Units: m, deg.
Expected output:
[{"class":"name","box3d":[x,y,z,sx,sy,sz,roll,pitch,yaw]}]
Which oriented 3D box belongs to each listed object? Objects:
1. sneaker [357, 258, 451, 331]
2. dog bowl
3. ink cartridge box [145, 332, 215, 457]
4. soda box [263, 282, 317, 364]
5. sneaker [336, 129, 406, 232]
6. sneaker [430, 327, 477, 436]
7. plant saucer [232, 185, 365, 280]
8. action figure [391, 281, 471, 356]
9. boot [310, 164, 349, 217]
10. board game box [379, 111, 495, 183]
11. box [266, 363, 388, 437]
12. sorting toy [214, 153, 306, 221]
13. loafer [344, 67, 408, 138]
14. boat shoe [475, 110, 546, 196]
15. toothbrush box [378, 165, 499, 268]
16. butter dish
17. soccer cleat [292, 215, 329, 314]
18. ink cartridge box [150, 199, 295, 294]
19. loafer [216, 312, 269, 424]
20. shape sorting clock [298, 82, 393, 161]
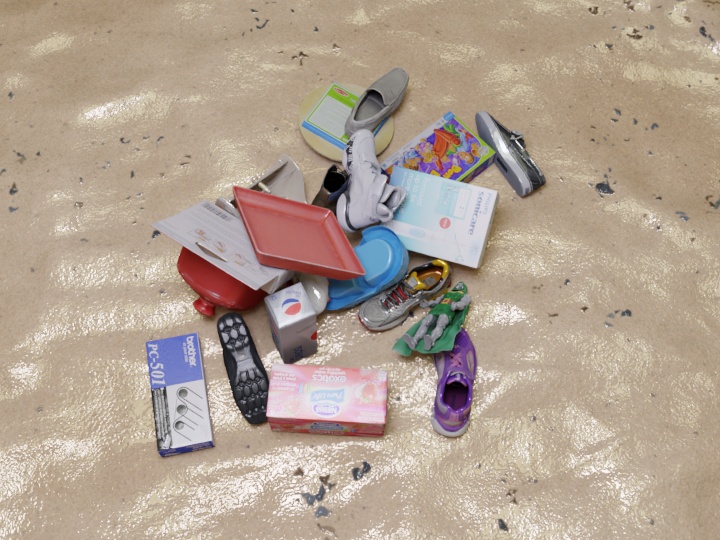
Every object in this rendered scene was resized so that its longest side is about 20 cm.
[{"class":"sneaker","box3d":[0.080,0.037,1.438,0.200,0.082,0.078,-33,70,-14]},{"class":"dog bowl","box3d":[0.000,0.000,1.426,0.200,0.050,0.112,-29,67,20]},{"class":"ink cartridge box","box3d":[-0.315,0.215,1.369,0.094,0.044,0.201,-10,65,-7]},{"class":"soda box","box3d":[-0.116,0.096,1.342,0.068,0.200,0.064,-23,68,-13]},{"class":"sneaker","box3d":[0.026,-0.169,1.421,0.115,0.075,0.201,-6,68,39]},{"class":"sneaker","box3d":[0.166,0.182,1.367,0.080,0.089,0.201,4,62,4]},{"class":"plant saucer","box3d":[-0.111,-0.056,1.317,0.200,0.037,0.200,11,32,-31]},{"class":"action figure","box3d":[0.147,0.078,1.407,0.118,0.055,0.200,1,29,32]},{"class":"boot","box3d":[-0.028,-0.166,1.506,0.075,0.097,0.200,33,52,5]},{"class":"board game box","box3d":[0.153,-0.214,1.578,0.200,0.045,0.134,-39,71,-17]},{"class":"box","box3d":[-0.054,0.222,1.338,0.199,0.103,0.095,4,64,0]},{"class":"sorting toy","box3d":[-0.161,-0.093,1.486,0.180,0.107,0.200,46,46,1]},{"class":"loafer","box3d":[0.038,-0.344,1.587,0.070,0.070,0.200,31,66,7]},{"class":"boat shoe","box3d":[0.303,-0.245,1.579,0.068,0.074,0.200,-27,69,-10]},{"class":"toothbrush box","box3d":[0.144,-0.099,1.461,0.199,0.085,0.147,17,95,12]},{"class":"butter dish","box3d":[-0.248,0.015,1.409,0.199,0.200,0.148,34,93,12]},{"class":"soccer cleat","box3d":[-0.107,-0.016,1.415,0.069,0.077,0.201,-22,68,30]},{"class":"ink cartridge box","box3d":[-0.216,-0.030,1.260,0.200,0.045,0.176,31,26,8]},{"class":"loafer","box3d":[-0.203,0.171,1.381,0.068,0.070,0.201,-17,84,-7]},{"class":"shape sorting clock","box3d":[-0.030,-0.306,1.622,0.199,0.039,0.201,3,66,-6]}]
